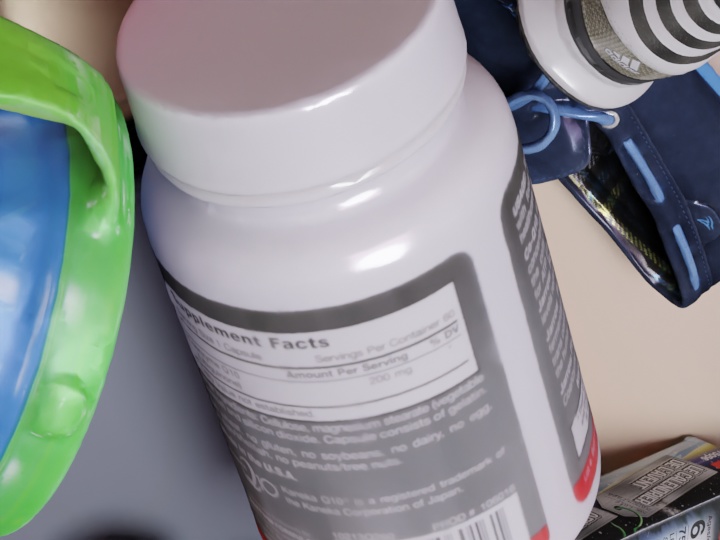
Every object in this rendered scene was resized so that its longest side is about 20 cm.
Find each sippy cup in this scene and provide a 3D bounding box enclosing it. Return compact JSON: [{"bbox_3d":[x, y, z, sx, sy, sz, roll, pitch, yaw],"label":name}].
[{"bbox_3d":[-0.148,-0.003,0.796,0.130,0.140,0.179,13,104,-25],"label":"sippy cup"}]

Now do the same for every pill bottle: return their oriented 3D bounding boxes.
[{"bbox_3d":[0.000,0.000,0.853,0.113,0.114,0.201,-26,130,-11],"label":"pill bottle"}]

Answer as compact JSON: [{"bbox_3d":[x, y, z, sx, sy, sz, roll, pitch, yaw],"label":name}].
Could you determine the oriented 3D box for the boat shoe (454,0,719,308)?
[{"bbox_3d":[0.066,-0.053,0.894,0.200,0.084,0.069,36,83,-28],"label":"boat shoe"}]

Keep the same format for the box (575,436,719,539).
[{"bbox_3d":[0.077,0.170,0.988,0.137,0.040,0.201,-18,121,-46],"label":"box"}]

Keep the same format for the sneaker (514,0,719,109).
[{"bbox_3d":[0.122,-0.144,0.824,0.075,0.115,0.202,31,64,-28],"label":"sneaker"}]
